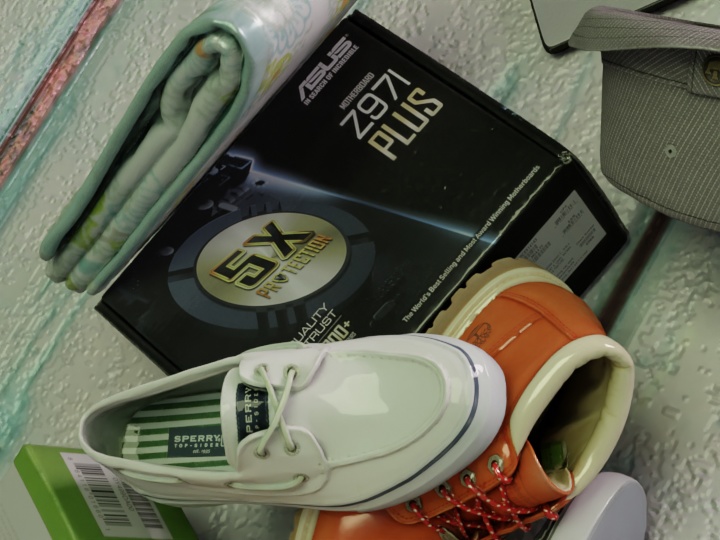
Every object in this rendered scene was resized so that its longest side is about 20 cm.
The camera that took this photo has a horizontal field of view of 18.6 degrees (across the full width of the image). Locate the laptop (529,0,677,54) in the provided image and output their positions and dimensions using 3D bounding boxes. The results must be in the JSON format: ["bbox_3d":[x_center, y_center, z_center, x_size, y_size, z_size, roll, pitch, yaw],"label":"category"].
[{"bbox_3d":[0.139,-0.249,1.113,0.187,0.116,0.200,-23,55,16],"label":"laptop"}]

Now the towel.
[{"bbox_3d":[-0.071,-0.089,1.077,0.200,0.048,0.171,-47,4,40],"label":"towel"}]

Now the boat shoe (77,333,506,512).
[{"bbox_3d":[-0.035,0.069,0.942,0.200,0.067,0.074,-17,66,32],"label":"boat shoe"}]

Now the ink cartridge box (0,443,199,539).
[{"bbox_3d":[-0.148,0.203,1.042,0.200,0.076,0.148,-56,48,26],"label":"ink cartridge box"}]

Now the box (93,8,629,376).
[{"bbox_3d":[0.000,0.000,1.064,0.200,0.086,0.164,-49,52,-4],"label":"box"}]

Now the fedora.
[{"bbox_3d":[0.185,-0.062,0.978,0.200,0.177,0.090,10,98,17],"label":"fedora"}]

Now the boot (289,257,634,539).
[{"bbox_3d":[0.042,0.095,0.952,0.200,0.075,0.107,-57,29,4],"label":"boot"}]

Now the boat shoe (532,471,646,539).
[{"bbox_3d":[0.058,0.174,0.953,0.066,0.070,0.200,19,81,33],"label":"boat shoe"}]
